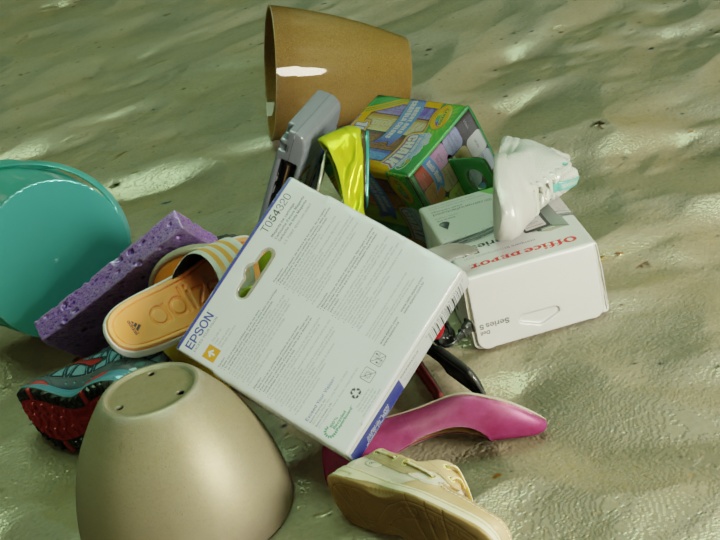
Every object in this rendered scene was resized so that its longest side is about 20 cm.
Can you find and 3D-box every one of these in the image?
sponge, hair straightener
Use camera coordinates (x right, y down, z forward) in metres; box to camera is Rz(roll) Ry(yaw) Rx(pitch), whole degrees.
[{"bbox_3d":[-0.247,0.019,1.675,0.199,0.111,0.030,-37,68,8],"label":"sponge"},{"bbox_3d":[0.084,0.079,1.533,0.077,0.041,0.200,-34,21,-2],"label":"hair straightener"}]

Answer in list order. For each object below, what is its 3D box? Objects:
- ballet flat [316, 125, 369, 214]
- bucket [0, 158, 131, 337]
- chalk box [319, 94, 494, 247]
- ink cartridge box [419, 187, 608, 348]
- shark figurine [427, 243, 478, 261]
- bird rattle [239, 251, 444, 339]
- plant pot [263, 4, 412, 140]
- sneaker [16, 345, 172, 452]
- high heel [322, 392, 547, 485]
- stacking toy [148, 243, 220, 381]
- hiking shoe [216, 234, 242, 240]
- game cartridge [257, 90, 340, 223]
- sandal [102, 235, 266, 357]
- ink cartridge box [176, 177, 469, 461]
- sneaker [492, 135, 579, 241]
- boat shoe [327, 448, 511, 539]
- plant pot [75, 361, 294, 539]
[{"bbox_3d":[-0.016,-0.060,1.713,0.066,0.203,0.067,-4,-11,-5],"label":"ballet flat"},{"bbox_3d":[-0.363,-0.023,1.759,0.206,0.209,0.134,-26,21,-24],"label":"bucket"},{"bbox_3d":[0.076,-0.110,1.794,0.199,0.125,0.124,15,55,47],"label":"chalk box"},{"bbox_3d":[0.157,-0.013,1.629,0.144,0.085,0.200,-16,26,-5],"label":"ink cartridge box"},{"bbox_3d":[0.005,-0.016,1.575,0.213,0.129,0.090,-23,21,42],"label":"shark figurine"},{"bbox_3d":[-0.014,0.041,1.520,0.198,0.164,0.113,14,42,8],"label":"bird rattle"},{"bbox_3d":[-0.031,-0.281,2.190,0.197,0.189,0.187,-3,24,-8],"label":"plant pot"},{"bbox_3d":[-0.257,0.121,1.550,0.198,0.080,0.096,-8,27,40],"label":"sneaker"},{"bbox_3d":[0.065,0.157,1.395,0.197,0.097,0.067,7,-15,2],"label":"high heel"},{"bbox_3d":[-0.161,0.087,1.588,0.144,0.147,0.201,-6,46,16],"label":"stacking toy"},{"bbox_3d":[-0.190,0.023,1.767,0.198,0.076,0.101,-14,32,22],"label":"hiking shoe"},{"bbox_3d":[-0.075,-0.104,1.822,0.041,0.202,0.133,26,36,11],"label":"game cartridge"},{"bbox_3d":[-0.156,0.022,1.518,0.206,0.079,0.059,-31,-10,-36],"label":"sandal"},{"bbox_3d":[-0.034,0.042,1.410,0.199,0.043,0.197,29,78,24],"label":"ink cartridge box"},{"bbox_3d":[0.181,-0.090,1.603,0.087,0.076,0.200,5,27,9],"label":"sneaker"},{"bbox_3d":[0.056,0.188,1.288,0.069,0.074,0.199,-37,33,-30],"label":"boat shoe"},{"bbox_3d":[-0.170,0.163,1.385,0.198,0.136,0.201,-11,26,6],"label":"plant pot"}]
